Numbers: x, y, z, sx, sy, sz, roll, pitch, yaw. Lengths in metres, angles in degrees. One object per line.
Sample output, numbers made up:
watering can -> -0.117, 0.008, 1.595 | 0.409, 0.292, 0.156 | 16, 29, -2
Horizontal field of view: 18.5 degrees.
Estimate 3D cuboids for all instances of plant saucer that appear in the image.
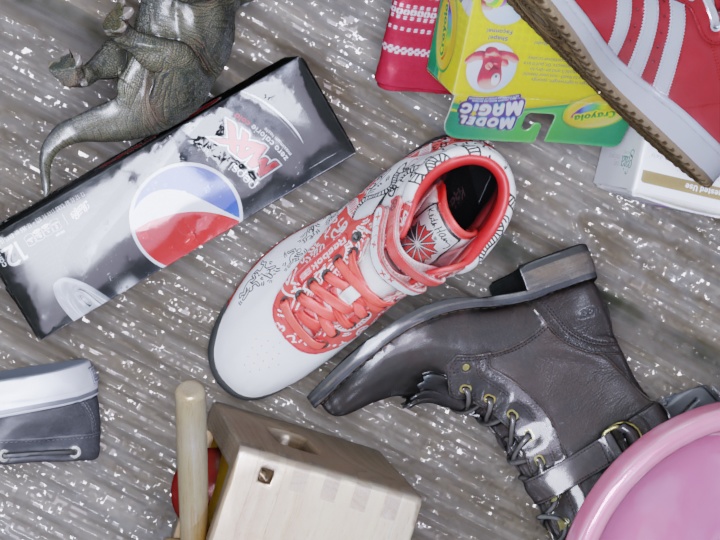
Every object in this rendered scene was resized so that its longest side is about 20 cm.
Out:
plant saucer -> 0.191, 0.162, 1.208 | 0.200, 0.051, 0.201 | -7, 107, -22

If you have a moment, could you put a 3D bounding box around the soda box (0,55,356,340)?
soda box -> -0.106, -0.042, 1.207 | 0.200, 0.071, 0.063 | -31, 99, -5

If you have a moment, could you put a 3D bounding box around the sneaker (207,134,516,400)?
sneaker -> 0.000, -0.001, 1.208 | 0.201, 0.108, 0.067 | -40, 99, -3

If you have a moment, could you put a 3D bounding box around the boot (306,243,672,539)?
boot -> 0.089, 0.093, 1.230 | 0.200, 0.069, 0.174 | -23, 85, -11

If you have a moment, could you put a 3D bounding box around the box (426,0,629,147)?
box -> 0.108, -0.164, 1.181 | 0.117, 0.048, 0.200 | 3, 112, -21

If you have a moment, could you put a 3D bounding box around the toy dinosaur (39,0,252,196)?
toy dinosaur -> -0.100, -0.121, 1.160 | 0.102, 0.077, 0.200 | 28, 79, -47

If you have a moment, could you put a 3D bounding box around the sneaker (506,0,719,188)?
sneaker -> 0.152, -0.144, 1.141 | 0.112, 0.071, 0.200 | -48, 120, 2

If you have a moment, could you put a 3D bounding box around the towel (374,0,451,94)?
towel -> 0.092, -0.184, 1.205 | 0.144, 0.022, 0.200 | 4, 114, -22

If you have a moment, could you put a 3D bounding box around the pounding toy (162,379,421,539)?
pounding toy -> -0.061, 0.151, 1.166 | 0.142, 0.200, 0.184 | 17, 92, -9

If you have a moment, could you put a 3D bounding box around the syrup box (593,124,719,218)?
syrup box -> 0.198, -0.132, 1.241 | 0.081, 0.079, 0.200 | 11, 93, -10

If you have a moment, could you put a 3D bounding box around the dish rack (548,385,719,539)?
dish rack -> 0.215, 0.173, 1.284 | 0.153, 0.055, 0.200 | -46, 99, -3

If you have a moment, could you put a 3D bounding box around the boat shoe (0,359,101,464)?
boat shoe -> -0.237, 0.099, 1.206 | 0.200, 0.070, 0.066 | -12, 95, -15
